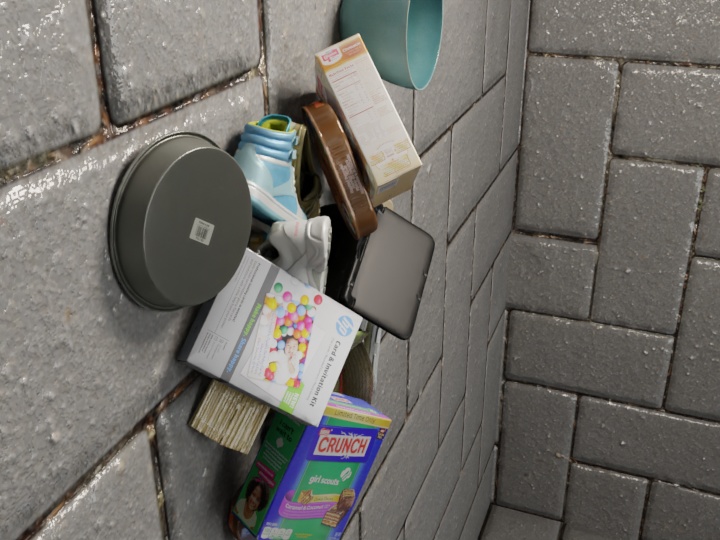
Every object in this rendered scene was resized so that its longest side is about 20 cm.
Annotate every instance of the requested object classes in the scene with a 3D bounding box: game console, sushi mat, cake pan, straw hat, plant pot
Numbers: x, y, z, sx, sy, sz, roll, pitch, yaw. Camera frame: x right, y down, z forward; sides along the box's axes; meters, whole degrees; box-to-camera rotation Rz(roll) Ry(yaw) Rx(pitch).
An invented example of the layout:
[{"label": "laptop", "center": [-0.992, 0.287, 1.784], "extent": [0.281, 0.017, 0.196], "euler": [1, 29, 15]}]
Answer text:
[{"label": "game console", "center": [0.000, 0.000, 1.251], "extent": [0.117, 0.173, 0.202], "euler": [55, 41, -40]}, {"label": "sushi mat", "center": [-0.141, 0.134, 1.070], "extent": [0.095, 0.012, 0.202], "euler": [37, 72, -32]}, {"label": "cake pan", "center": [-0.187, -0.050, 0.892], "extent": [0.200, 0.036, 0.204], "euler": [-32, 128, -51]}, {"label": "straw hat", "center": [-0.064, 0.186, 1.301], "extent": [0.084, 0.200, 0.205], "euler": [11, 87, -29]}, {"label": "plant pot", "center": [0.043, -0.398, 1.304], "extent": [0.200, 0.133, 0.204], "euler": [9, 90, -70]}]

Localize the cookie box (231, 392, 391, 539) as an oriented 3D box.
[{"label": "cookie box", "center": [-0.066, 0.276, 1.154], "extent": [0.170, 0.075, 0.203], "euler": [22, 92, -46]}]

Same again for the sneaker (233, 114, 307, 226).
[{"label": "sneaker", "center": [-0.104, -0.127, 1.074], "extent": [0.200, 0.078, 0.133], "euler": [36, 71, -69]}]

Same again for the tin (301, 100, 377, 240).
[{"label": "tin", "center": [-0.028, -0.141, 1.143], "extent": [0.112, 0.041, 0.203], "euler": [-118, -174, -70]}]

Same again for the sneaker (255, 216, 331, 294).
[{"label": "sneaker", "center": [-0.092, -0.009, 1.089], "extent": [0.201, 0.097, 0.079], "euler": [100, -3, -53]}]

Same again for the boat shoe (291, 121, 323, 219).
[{"label": "boat shoe", "center": [-0.084, -0.132, 1.164], "extent": [0.202, 0.062, 0.074], "euler": [76, 30, -48]}]

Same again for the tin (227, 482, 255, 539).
[{"label": "tin", "center": [-0.111, 0.344, 1.221], "extent": [0.198, 0.042, 0.114], "euler": [-10, 118, -41]}]

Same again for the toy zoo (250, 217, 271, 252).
[{"label": "toy zoo", "center": [-0.139, 0.005, 1.098], "extent": [0.199, 0.020, 0.134], "euler": [29, 69, -60]}]

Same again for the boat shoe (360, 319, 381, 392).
[{"label": "boat shoe", "center": [0.018, 0.102, 1.349], "extent": [0.074, 0.064, 0.206], "euler": [-166, -90, -75]}]

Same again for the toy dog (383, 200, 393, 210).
[{"label": "toy dog", "center": [0.004, -0.163, 1.342], "extent": [0.097, 0.131, 0.201], "euler": [-50, 162, -14]}]

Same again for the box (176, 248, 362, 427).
[{"label": "box", "center": [-0.109, 0.085, 1.023], "extent": [0.199, 0.041, 0.158], "euler": [33, 72, -27]}]

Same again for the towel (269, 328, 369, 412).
[{"label": "towel", "center": [-0.085, 0.147, 1.174], "extent": [0.200, 0.023, 0.143], "euler": [-42, 164, 15]}]

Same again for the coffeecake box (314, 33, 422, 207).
[{"label": "coffeecake box", "center": [0.007, -0.208, 1.164], "extent": [0.154, 0.072, 0.203], "euler": [106, -41, -83]}]
